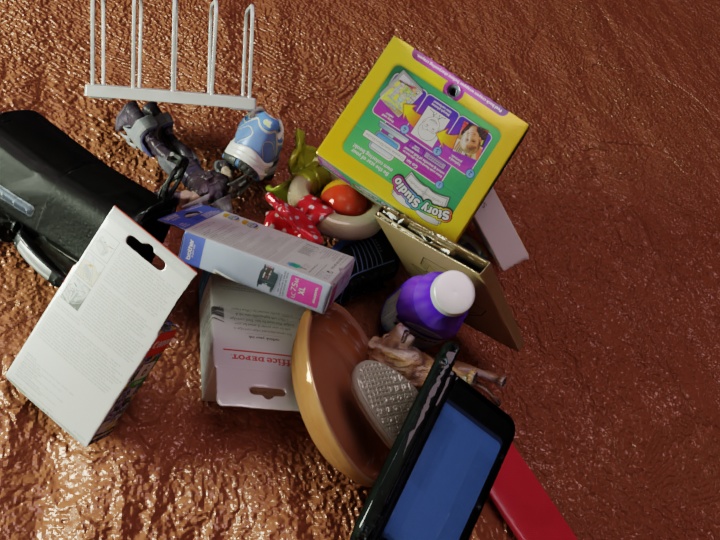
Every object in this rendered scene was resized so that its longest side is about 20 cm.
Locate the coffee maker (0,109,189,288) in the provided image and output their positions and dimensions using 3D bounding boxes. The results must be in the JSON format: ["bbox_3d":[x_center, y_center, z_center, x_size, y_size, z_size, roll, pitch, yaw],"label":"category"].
[{"bbox_3d":[-0.305,-0.084,0.868,0.198,0.135,0.194,33,88,3],"label":"coffee maker"}]

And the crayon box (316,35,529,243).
[{"bbox_3d":[0.074,-0.151,0.984,0.198,0.058,0.174,34,87,6],"label":"crayon box"}]

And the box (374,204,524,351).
[{"bbox_3d":[0.110,0.013,0.978,0.162,0.201,0.021,32,75,35],"label":"box"}]

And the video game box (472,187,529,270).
[{"bbox_3d":[0.156,-0.109,1.118,0.203,0.046,0.182,61,5,-7],"label":"video game box"}]

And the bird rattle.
[{"bbox_3d":[-0.044,-0.089,1.017,0.159,0.115,0.201,8,28,-11],"label":"bird rattle"}]

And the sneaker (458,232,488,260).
[{"bbox_3d":[0.115,-0.026,1.132,0.086,0.076,0.202,-2,43,-19],"label":"sneaker"}]

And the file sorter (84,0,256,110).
[{"bbox_3d":[-0.228,-0.270,1.002,0.195,0.128,0.139,3,13,-13],"label":"file sorter"}]

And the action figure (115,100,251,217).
[{"bbox_3d":[-0.223,-0.130,1.039,0.200,0.070,0.129,47,39,11],"label":"action figure"}]

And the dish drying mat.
[{"bbox_3d":[0.202,0.292,0.926,0.076,0.018,0.201,-14,58,-37],"label":"dish drying mat"}]

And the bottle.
[{"bbox_3d":[0.080,0.045,0.949,0.082,0.200,0.066,23,74,-6],"label":"bottle"}]

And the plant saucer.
[{"bbox_3d":[-0.019,0.132,0.869,0.201,0.037,0.202,54,22,-34],"label":"plant saucer"}]

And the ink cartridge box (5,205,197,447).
[{"bbox_3d":[-0.239,0.052,0.777,0.108,0.202,0.050,36,8,8],"label":"ink cartridge box"}]

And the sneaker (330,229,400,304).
[{"bbox_3d":[0.000,0.000,1.038,0.077,0.071,0.200,30,42,10],"label":"sneaker"}]

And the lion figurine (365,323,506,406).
[{"bbox_3d":[0.090,0.126,0.958,0.121,0.200,0.074,17,80,30],"label":"lion figurine"}]

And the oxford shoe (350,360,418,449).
[{"bbox_3d":[0.053,0.179,0.880,0.200,0.057,0.076,47,51,-16],"label":"oxford shoe"}]

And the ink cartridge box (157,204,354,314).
[{"bbox_3d":[-0.112,-0.017,0.884,0.196,0.043,0.119,22,17,6],"label":"ink cartridge box"}]

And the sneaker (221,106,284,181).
[{"bbox_3d":[-0.128,-0.167,1.063,0.075,0.078,0.200,32,7,-13],"label":"sneaker"}]

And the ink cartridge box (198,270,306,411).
[{"bbox_3d":[-0.117,0.081,0.904,0.114,0.068,0.203,8,48,-22],"label":"ink cartridge box"}]

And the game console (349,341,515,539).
[{"bbox_3d":[0.082,0.198,0.793,0.115,0.176,0.203,26,72,8],"label":"game console"}]
